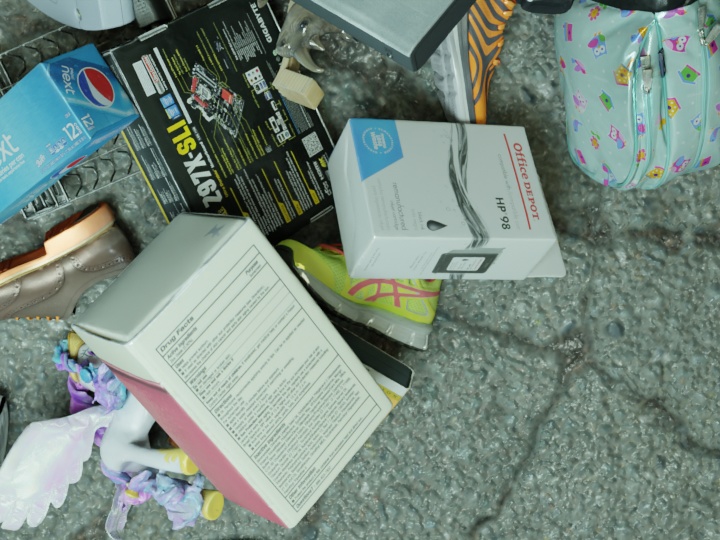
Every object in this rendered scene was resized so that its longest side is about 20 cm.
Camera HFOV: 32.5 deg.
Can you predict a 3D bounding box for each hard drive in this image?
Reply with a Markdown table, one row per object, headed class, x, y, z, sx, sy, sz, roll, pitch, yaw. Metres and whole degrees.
| class | x | y | z | sx | sy | sz | roll | pitch | yaw |
| --- | --- | --- | --- | --- | --- | --- | --- | --- | --- |
| hard drive | 0.002 | -0.250 | 0.925 | 0.199 | 0.033 | 0.140 | 34 | 77 | 22 |

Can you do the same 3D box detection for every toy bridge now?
| class | x | y | z | sx | sy | sz | roll | pitch | yaw |
| --- | --- | --- | --- | --- | --- | --- | --- | --- | --- |
| toy bridge | -0.018 | -0.232 | 1.018 | 0.067 | 0.027 | 0.201 | 23 | 80 | 31 |

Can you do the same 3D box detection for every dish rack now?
| class | x | y | z | sx | sy | sz | roll | pitch | yaw |
| --- | --- | --- | --- | --- | --- | --- | --- | --- | --- |
| dish rack | -0.231 | -0.138 | 1.040 | 0.199 | 0.055 | 0.154 | -23 | 101 | 4 |

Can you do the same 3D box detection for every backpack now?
| class | x | y | z | sx | sy | sz | roll | pitch | yaw |
| --- | --- | --- | --- | --- | --- | --- | --- | --- | --- |
| backpack | 0.232 | -0.168 | 1.006 | 0.126 | 0.167 | 0.201 | -16 | 119 | -9 |

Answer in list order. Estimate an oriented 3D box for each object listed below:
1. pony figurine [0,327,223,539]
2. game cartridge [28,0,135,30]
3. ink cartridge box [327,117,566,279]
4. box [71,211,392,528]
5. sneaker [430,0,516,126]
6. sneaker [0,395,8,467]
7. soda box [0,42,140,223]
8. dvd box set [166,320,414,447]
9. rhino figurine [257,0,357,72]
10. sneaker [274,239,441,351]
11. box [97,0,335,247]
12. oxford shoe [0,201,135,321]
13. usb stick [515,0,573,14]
| class | x | y | z | sx | sy | sz | roll | pitch | yaw |
| --- | --- | --- | --- | --- | --- | --- | --- | --- | --- |
| pony figurine | -0.199 | 0.143 | 1.044 | 0.199 | 0.166 | 0.194 | 13 | 85 | 34 |
| game cartridge | -0.236 | -0.261 | 0.941 | 0.041 | 0.200 | 0.134 | -28 | 132 | -28 |
| ink cartridge box | 0.083 | -0.058 | 1.012 | 0.199 | 0.067 | 0.117 | 0 | 60 | -20 |
| box | -0.093 | 0.072 | 0.918 | 0.128 | 0.109 | 0.200 | -48 | 118 | -22 |
| sneaker | 0.116 | -0.210 | 1.028 | 0.111 | 0.078 | 0.201 | -10 | 111 | -9 |
| sneaker | -0.398 | 0.193 | 1.089 | 0.145 | 0.081 | 0.201 | 12 | 107 | -10 |
| soda box | -0.266 | -0.094 | 0.963 | 0.199 | 0.064 | 0.068 | -29 | 97 | 35 |
| dvd box set | -0.064 | 0.119 | 1.072 | 0.146 | 0.029 | 0.200 | 31 | 127 | -9 |
| rhino figurine | -0.044 | -0.242 | 0.980 | 0.087 | 0.060 | 0.201 | -9 | 64 | 2 |
| sneaker | 0.000 | 0.000 | 1.044 | 0.200 | 0.078 | 0.091 | 25 | 89 | -49 |
| box | -0.108 | -0.113 | 1.007 | 0.159 | 0.049 | 0.201 | -35 | 107 | -34 |
| oxford shoe | -0.286 | 0.022 | 1.064 | 0.199 | 0.071 | 0.073 | -30 | 107 | 4 |
| usb stick | 0.135 | -0.300 | 0.986 | 0.055 | 0.033 | 0.202 | 0 | 73 | -20 |
